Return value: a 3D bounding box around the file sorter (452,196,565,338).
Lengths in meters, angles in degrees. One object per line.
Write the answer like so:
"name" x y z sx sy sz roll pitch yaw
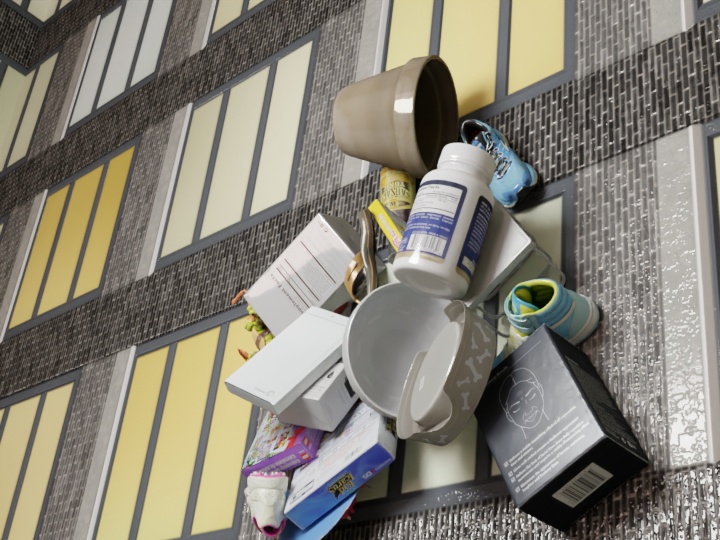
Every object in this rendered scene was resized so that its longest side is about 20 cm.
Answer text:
"file sorter" 0.190 -0.019 1.570 0.139 0.124 0.201 -47 39 12

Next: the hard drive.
"hard drive" -0.101 0.135 1.653 0.131 0.027 0.200 15 47 46

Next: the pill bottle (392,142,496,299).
"pill bottle" 0.124 -0.071 1.489 0.110 0.111 0.202 0 63 48

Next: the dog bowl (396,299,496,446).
"dog bowl" 0.117 0.143 1.430 0.200 0.058 0.202 -90 26 -70

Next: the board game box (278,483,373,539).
"board game box" -0.046 0.364 1.621 0.159 0.039 0.199 -54 15 -20

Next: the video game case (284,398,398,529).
"video game case" -0.021 0.272 1.613 0.200 0.045 0.182 -40 17 23

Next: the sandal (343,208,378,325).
"sandal" 0.000 0.000 1.657 0.054 0.082 0.203 -4 73 2

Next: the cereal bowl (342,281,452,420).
"cereal bowl" 0.063 0.122 1.568 0.083 0.198 0.203 142 150 -72

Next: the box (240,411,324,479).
"box" -0.107 0.246 1.730 0.136 0.039 0.201 -30 22 33

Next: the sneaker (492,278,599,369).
"sneaker" 0.218 0.086 1.460 0.200 0.130 0.080 -45 40 17

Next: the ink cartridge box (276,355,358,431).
"ink cartridge box" -0.044 0.155 1.680 0.115 0.068 0.200 2 38 38

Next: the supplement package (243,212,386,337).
"supplement package" -0.077 0.019 1.818 0.200 0.121 0.120 -46 72 15

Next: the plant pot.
"plant pot" 0.053 -0.257 1.794 0.171 0.200 0.203 3 65 27

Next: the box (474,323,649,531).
"box" 0.247 0.200 1.365 0.148 0.107 0.201 -43 40 19

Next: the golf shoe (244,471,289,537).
"golf shoe" -0.145 0.372 1.649 0.074 0.200 0.093 -2 68 -2

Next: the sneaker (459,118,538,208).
"sneaker" 0.207 -0.174 1.689 0.078 0.090 0.201 -47 39 13

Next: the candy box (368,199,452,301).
"candy box" 0.081 -0.032 1.653 0.026 0.102 0.201 -44 35 10

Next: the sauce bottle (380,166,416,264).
"sauce bottle" 0.066 -0.102 1.820 0.066 0.066 0.202 -29 46 32

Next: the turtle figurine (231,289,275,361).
"turtle figurine" -0.165 0.136 1.884 0.162 0.064 0.202 51 150 35
